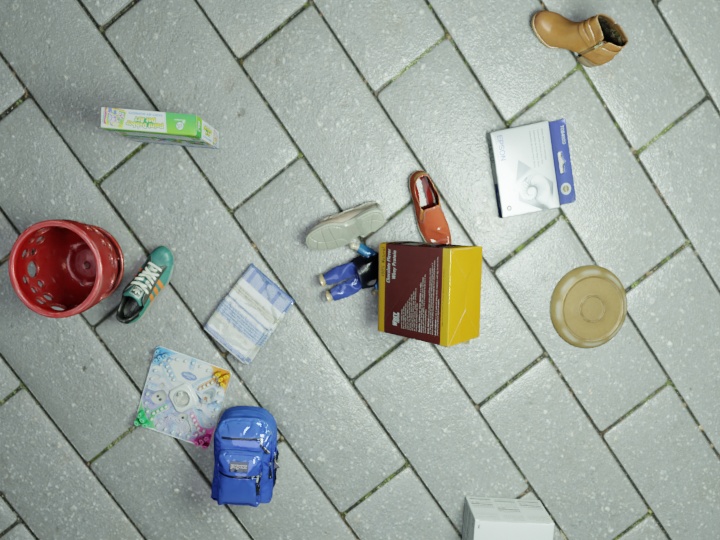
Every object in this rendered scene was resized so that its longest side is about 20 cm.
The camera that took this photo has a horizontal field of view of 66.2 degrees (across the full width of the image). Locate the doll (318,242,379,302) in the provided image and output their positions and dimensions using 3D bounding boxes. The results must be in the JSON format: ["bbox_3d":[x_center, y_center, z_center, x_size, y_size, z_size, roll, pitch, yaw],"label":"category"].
[{"bbox_3d":[0.000,0.000,1.310,0.194,0.048,0.140,-22,97,1],"label":"doll"}]

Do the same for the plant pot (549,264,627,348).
[{"bbox_3d":[0.560,0.091,1.343,0.192,0.028,0.208,0,96,-1],"label":"plant pot"}]

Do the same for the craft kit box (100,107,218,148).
[{"bbox_3d":[-0.424,-0.305,1.194,0.192,0.198,0.050,4,97,-2],"label":"craft kit box"}]

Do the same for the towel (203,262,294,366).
[{"bbox_3d":[-0.268,0.107,1.328,0.146,0.024,0.202,38,92,-3],"label":"towel"}]

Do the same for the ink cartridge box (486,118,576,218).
[{"bbox_3d":[0.409,-0.240,1.298,0.193,0.041,0.207,-12,96,0],"label":"ink cartridge box"}]

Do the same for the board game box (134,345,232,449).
[{"bbox_3d":[-0.434,0.312,1.343,0.194,0.026,0.206,19,95,-3],"label":"board game box"}]

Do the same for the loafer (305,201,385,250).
[{"bbox_3d":[-0.038,-0.106,1.300,0.194,0.064,0.073,-19,129,4],"label":"loafer"}]

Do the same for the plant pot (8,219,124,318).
[{"bbox_3d":[-0.633,-0.011,1.226,0.193,0.183,0.209,0,96,-1],"label":"plant pot"}]

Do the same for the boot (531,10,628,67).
[{"bbox_3d":[0.480,-0.524,1.213,0.198,0.155,0.077,38,95,-5],"label":"boot"}]

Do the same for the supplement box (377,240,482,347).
[{"bbox_3d":[0.152,0.042,1.226,0.196,0.130,0.205,7,98,43],"label":"supplement box"}]

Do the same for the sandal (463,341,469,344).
[{"bbox_3d":[0.198,0.077,1.323,0.068,0.077,0.219,-18,90,27],"label":"sandal"}]

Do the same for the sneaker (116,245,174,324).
[{"bbox_3d":[-0.501,0.038,1.285,0.070,0.080,0.204,29,94,-4],"label":"sneaker"}]

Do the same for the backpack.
[{"bbox_3d":[-0.266,0.432,1.291,0.156,0.168,0.208,4,92,-8],"label":"backpack"}]

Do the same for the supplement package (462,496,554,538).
[{"bbox_3d":[0.357,0.662,1.355,0.192,0.111,0.162,4,96,-1],"label":"supplement package"}]

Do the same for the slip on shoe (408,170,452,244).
[{"bbox_3d":[0.165,-0.135,1.294,0.072,0.061,0.206,-19,97,-1],"label":"slip on shoe"}]
